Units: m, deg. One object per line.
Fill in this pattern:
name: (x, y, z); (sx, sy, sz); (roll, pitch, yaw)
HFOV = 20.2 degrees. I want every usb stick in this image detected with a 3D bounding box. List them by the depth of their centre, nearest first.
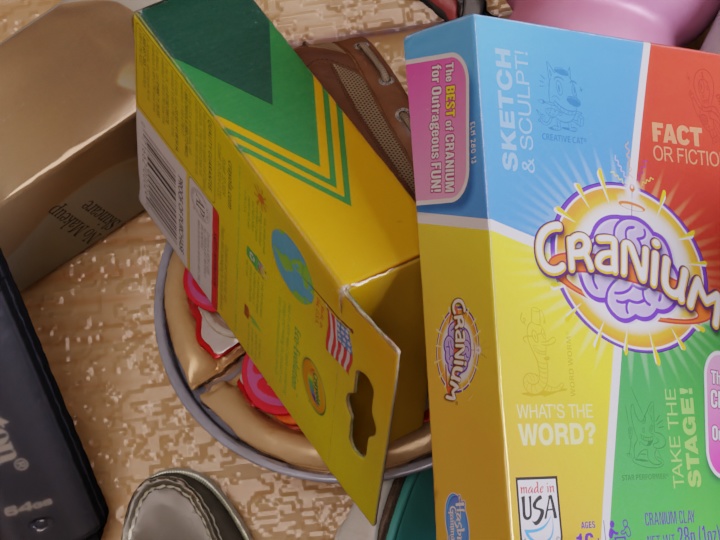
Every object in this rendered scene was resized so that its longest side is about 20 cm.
usb stick: (-0.168, 0.046, 0.907); (0.055, 0.033, 0.200); (-20, 116, -3)

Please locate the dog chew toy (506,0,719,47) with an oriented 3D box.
dog chew toy: (0.115, -0.150, 0.895); (0.124, 0.125, 0.200); (11, 77, 14)

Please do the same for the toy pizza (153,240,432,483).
toy pizza: (0.000, 0.000, 0.914); (0.200, 0.032, 0.201); (-6, 61, 10)

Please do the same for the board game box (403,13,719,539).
board game box: (0.091, 0.011, 0.770); (0.040, 0.153, 0.200); (-13, 79, 49)

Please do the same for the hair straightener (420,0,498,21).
hair straightener: (0.027, -0.176, 0.967); (0.200, 0.041, 0.077); (40, 89, 17)

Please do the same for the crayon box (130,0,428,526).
crayon box: (-0.025, -0.009, 0.830); (0.051, 0.127, 0.200); (-24, 58, -21)

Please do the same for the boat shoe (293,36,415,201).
boat shoe: (0.025, -0.032, 0.865); (0.072, 0.076, 0.200); (-28, 64, -17)

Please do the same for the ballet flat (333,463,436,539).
ballet flat: (0.000, 0.175, 0.893); (0.069, 0.069, 0.200); (-1, 79, 12)

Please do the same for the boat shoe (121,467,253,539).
boat shoe: (-0.075, 0.185, 0.903); (0.072, 0.060, 0.202); (-12, 76, 10)

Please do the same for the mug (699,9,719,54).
mug: (0.224, -0.076, 0.850); (0.187, 0.149, 0.153); (39, 97, 35)

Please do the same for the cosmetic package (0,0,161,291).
cosmetic package: (-0.146, -0.058, 0.948); (0.200, 0.105, 0.071); (-34, 72, 5)
